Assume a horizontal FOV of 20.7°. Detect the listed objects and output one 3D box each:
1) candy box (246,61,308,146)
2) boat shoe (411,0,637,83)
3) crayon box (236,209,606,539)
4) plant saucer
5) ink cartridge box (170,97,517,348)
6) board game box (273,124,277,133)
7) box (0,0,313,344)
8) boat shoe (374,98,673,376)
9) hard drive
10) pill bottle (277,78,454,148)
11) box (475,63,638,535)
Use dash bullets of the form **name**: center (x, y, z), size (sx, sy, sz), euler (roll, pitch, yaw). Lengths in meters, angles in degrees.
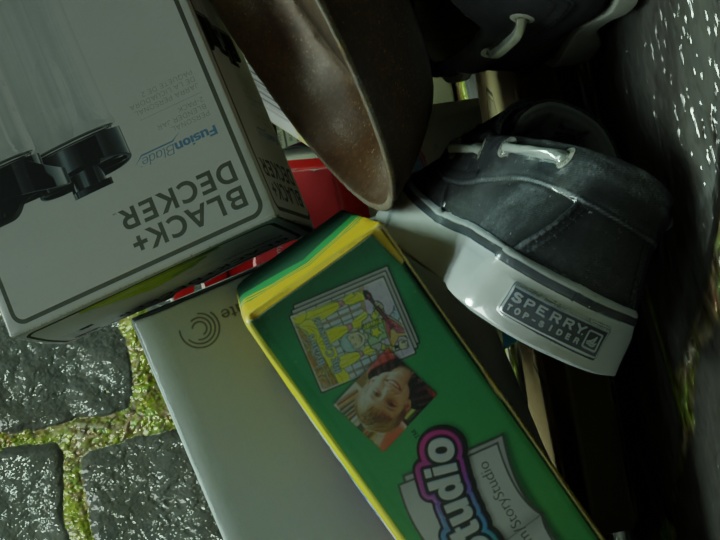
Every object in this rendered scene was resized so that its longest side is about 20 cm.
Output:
- **candy box**: center (-0.007, -0.157, 0.784), size (0.055, 0.115, 0.200), euler (33, 152, 26)
- **boat shoe**: center (0.041, -0.100, 0.577), size (0.200, 0.060, 0.074), euler (94, 163, -84)
- **crayon box**: center (0.036, 0.076, 0.685), size (0.200, 0.058, 0.173), euler (55, 177, -5)
- **plant saucer**: center (-0.031, -0.112, 0.648), size (0.200, 0.034, 0.200), euler (57, 172, 13)
- **ink cartridge box**: center (0.000, 0.000, 0.864), size (0.200, 0.067, 0.116), euler (-29, -69, -56)
- **board game box**: center (-0.072, -0.120, 0.930), size (0.135, 0.028, 0.200), euler (67, -170, -49)
- **box**: center (-0.110, -0.084, 0.765), size (0.060, 0.116, 0.200), euler (19, -132, -78)
- **boat shoe**: center (0.054, -0.021, 0.627), size (0.068, 0.072, 0.200), euler (-63, 7, 4)
- **hard drive**: center (0.009, 0.086, 0.784), size (0.027, 0.132, 0.200), euler (-174, 61, -82)
- **pill bottle**: center (-0.046, -0.086, 1.174), size (0.111, 0.200, 0.111), euler (169, 90, -88)
- **box**: center (0.071, -0.014, 0.786), size (0.164, 0.021, 0.200), euler (-107, 5, -79)
